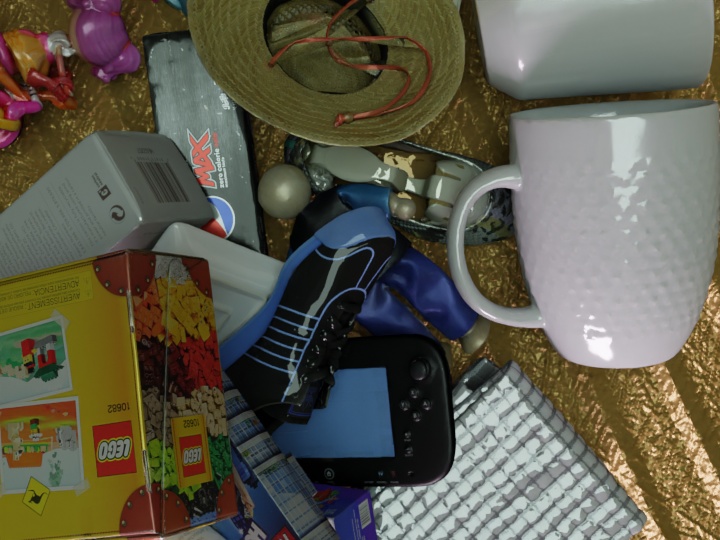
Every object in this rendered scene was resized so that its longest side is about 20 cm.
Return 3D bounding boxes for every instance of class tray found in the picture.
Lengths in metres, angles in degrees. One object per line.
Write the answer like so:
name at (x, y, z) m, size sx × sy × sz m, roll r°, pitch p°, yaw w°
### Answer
tray at (-0.138, 0.059, 0.724) m, size 0.106 × 0.022 × 0.201 m, roll 22°, pitch 119°, yaw -36°

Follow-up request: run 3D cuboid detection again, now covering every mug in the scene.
mug at (0.158, -0.203, 0.751) m, size 0.151 × 0.188 × 0.151 m, roll -11°, pitch 127°, yaw 7°
mug at (0.158, -0.025, 0.733) m, size 0.196 × 0.148 × 0.179 m, roll -6°, pitch 102°, yaw -7°

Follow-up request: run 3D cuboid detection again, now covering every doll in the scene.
doll at (0.000, 0.000, 0.754) m, size 0.200 × 0.049 × 0.136 m, roll 43°, pitch 113°, yaw -15°

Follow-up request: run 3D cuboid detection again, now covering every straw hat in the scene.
straw hat at (-0.028, -0.155, 0.732) m, size 0.197 × 0.085 × 0.204 m, roll 3°, pitch 68°, yaw -8°

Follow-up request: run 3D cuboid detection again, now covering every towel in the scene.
towel at (0.088, 0.184, 0.774) m, size 0.200 × 0.086 × 0.166 m, roll -45°, pitch 92°, yaw 1°

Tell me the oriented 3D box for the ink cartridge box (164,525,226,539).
ink cartridge box at (-0.109, 0.253, 0.652) m, size 0.172 × 0.043 × 0.203 m, roll 28°, pitch 123°, yaw 28°

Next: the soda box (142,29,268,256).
soda box at (-0.112, -0.074, 0.762) m, size 0.069 × 0.063 × 0.204 m, roll -8°, pitch 92°, yaw -1°

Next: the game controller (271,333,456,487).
game controller at (-0.023, 0.103, 0.742) m, size 0.197 × 0.042 × 0.106 m, roll -6°, pitch 81°, yaw 28°

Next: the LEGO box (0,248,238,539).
LEGO box at (-0.181, 0.081, 0.594) m, size 0.197 × 0.077 × 0.152 m, roll -11°, pitch 83°, yaw 25°

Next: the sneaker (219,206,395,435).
sneaker at (-0.035, 0.050, 0.697) m, size 0.200 × 0.070 × 0.078 m, roll -48°, pitch 59°, yaw 21°

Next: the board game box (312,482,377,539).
board game box at (-0.043, 0.253, 0.737) m, size 0.133 × 0.045 × 0.204 m, roll -1°, pitch 104°, yaw 37°

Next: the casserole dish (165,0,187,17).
casserole dish at (-0.066, -0.258, 0.770) m, size 0.197 × 0.039 × 0.123 m, roll -22°, pitch 93°, yaw -1°

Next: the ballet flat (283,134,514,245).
ballet flat at (0.036, -0.064, 0.767) m, size 0.197 × 0.072 × 0.073 m, roll 16°, pitch 92°, yaw -3°

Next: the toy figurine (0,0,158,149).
toy figurine at (-0.229, -0.175, 0.729) m, size 0.181 × 0.150 × 0.203 m, roll -18°, pitch 115°, yaw -8°

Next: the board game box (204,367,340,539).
board game box at (-0.089, 0.175, 0.673) m, size 0.201 × 0.061 × 0.200 m, roll 52°, pitch 131°, yaw 10°

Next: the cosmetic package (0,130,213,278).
cosmetic package at (-0.208, -0.009, 0.709) m, size 0.199 × 0.101 × 0.075 m, roll -35°, pitch 82°, yaw 19°

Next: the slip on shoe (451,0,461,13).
slip on shoe at (0.054, -0.263, 0.761) m, size 0.060 × 0.074 × 0.204 m, roll 9°, pitch 97°, yaw 0°
